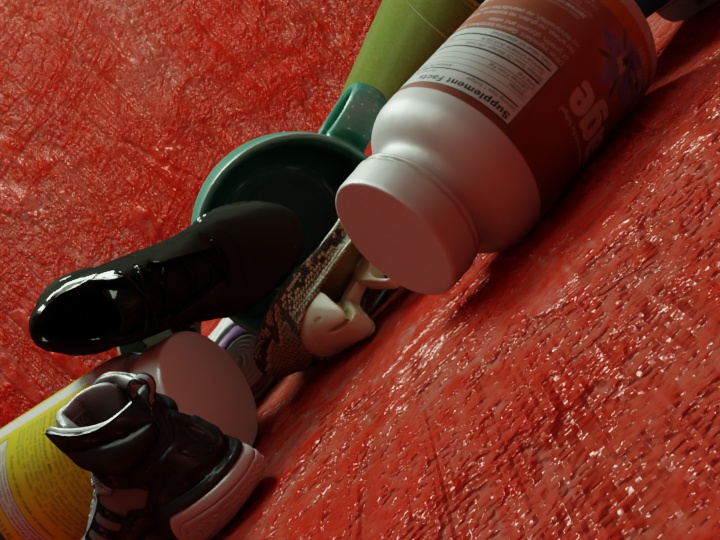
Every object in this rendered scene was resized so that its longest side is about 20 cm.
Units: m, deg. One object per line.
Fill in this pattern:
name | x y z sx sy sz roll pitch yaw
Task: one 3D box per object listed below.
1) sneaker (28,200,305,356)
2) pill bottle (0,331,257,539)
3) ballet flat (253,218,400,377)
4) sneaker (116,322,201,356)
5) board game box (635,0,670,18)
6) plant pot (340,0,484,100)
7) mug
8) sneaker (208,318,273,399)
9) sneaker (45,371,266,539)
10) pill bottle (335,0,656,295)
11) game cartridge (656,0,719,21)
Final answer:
sneaker | -0.129 0.013 0.848 0.199 0.076 0.091 -25 5 1
pill bottle | -0.176 0.129 0.893 0.199 0.115 0.114 -31 13 27
ballet flat | 0.000 0.000 0.864 0.201 0.068 0.075 -55 43 3
sneaker | -0.148 0.076 0.974 0.080 0.077 0.201 -86 7 -57
board game box | 0.207 -0.221 0.842 0.135 0.035 0.200 -34 13 51
plant pot | 0.078 -0.212 1.260 0.190 0.199 0.200 -55 2 28
mug | -0.039 -0.036 0.959 0.184 0.153 0.114 -30 10 -6
sneaker | -0.080 0.035 1.060 0.200 0.075 0.100 -48 10 -28
sneaker | -0.151 0.131 0.783 0.200 0.114 0.076 -38 9 38
pill bottle | 0.079 -0.084 0.744 0.200 0.112 0.112 -48 9 -24
game cartridge | 0.281 -0.240 0.813 0.133 0.042 0.200 -43 7 -21
